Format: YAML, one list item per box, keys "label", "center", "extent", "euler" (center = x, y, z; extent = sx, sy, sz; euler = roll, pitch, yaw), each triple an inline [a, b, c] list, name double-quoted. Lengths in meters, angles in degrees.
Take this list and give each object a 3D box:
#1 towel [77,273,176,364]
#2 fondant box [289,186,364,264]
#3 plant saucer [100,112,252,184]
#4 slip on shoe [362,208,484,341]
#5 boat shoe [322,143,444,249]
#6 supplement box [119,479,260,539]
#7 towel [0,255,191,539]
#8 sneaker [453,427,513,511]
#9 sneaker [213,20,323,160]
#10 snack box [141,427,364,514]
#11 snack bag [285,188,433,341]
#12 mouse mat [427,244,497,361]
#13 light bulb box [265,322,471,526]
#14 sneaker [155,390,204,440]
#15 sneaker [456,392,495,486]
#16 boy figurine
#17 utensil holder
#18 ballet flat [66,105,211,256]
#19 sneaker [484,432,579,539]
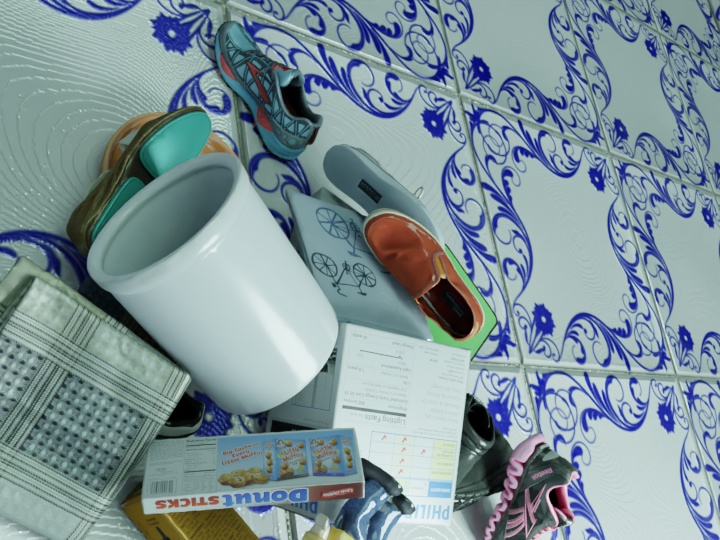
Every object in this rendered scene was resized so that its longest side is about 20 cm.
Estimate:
- label: "towel"
  center: [-0.191, -0.011, 0.896]
  extent: [0.147, 0.022, 0.201]
  euler: [44, 62, -23]
- label: "fondant box"
  center: [-0.029, 0.014, 1.066]
  extent: [0.144, 0.058, 0.202]
  euler: [33, 50, -27]
- label: "plant saucer"
  center: [-0.210, -0.086, 0.959]
  extent: [0.199, 0.037, 0.202]
  euler: [21, 56, -35]
- label: "slip on shoe"
  center: [0.078, 0.006, 1.005]
  extent: [0.200, 0.074, 0.061]
  euler: [50, 16, -4]
- label: "boat shoe"
  center: [0.041, -0.089, 1.081]
  extent: [0.202, 0.075, 0.086]
  euler: [43, 26, 12]
- label: "supplement box"
  center: [-0.140, 0.278, 0.809]
  extent: [0.201, 0.066, 0.069]
  euler: [52, 43, -11]
- label: "towel"
  center: [-0.276, 0.119, 0.723]
  extent: [0.199, 0.034, 0.193]
  euler: [38, 79, -20]
- label: "sneaker"
  center: [0.141, 0.263, 1.097]
  extent: [0.199, 0.076, 0.091]
  euler: [-2, 60, -52]
- label: "sneaker"
  center: [-0.114, -0.254, 1.099]
  extent: [0.201, 0.095, 0.079]
  euler: [57, 42, -4]
- label: "snack box"
  center: [-0.098, 0.184, 0.766]
  extent: [0.197, 0.025, 0.072]
  euler: [-2, 32, -7]
- label: "snack bag"
  center: [0.000, 0.000, 1.011]
  extent: [0.187, 0.021, 0.201]
  euler: [16, 42, -40]
- label: "mouse mat"
  center: [0.126, 0.063, 1.227]
  extent: [0.162, 0.008, 0.200]
  euler: [54, 41, -7]
- label: "light bulb box"
  center: [0.007, 0.171, 0.925]
  extent: [0.197, 0.124, 0.202]
  euler: [15, 79, -38]
- label: "sneaker"
  center: [-0.234, 0.100, 0.806]
  extent: [0.200, 0.080, 0.074]
  euler: [40, 48, -19]
- label: "sneaker"
  center: [0.112, 0.178, 1.041]
  extent: [0.070, 0.099, 0.201]
  euler: [35, 21, -30]
- label: "boy figurine"
  center: [-0.028, 0.283, 0.778]
  extent: [0.200, 0.064, 0.125]
  euler: [-50, 135, -19]
- label: "utensil holder"
  center: [-0.136, 0.017, 0.806]
  extent: [0.201, 0.168, 0.171]
  euler: [57, 38, -34]
- label: "ballet flat"
  center: [-0.237, -0.100, 0.859]
  extent: [0.201, 0.072, 0.068]
  euler: [-59, 144, -21]
- label: "sneaker"
  center: [0.225, 0.314, 1.062]
  extent: [0.079, 0.095, 0.202]
  euler: [-17, 126, -46]
